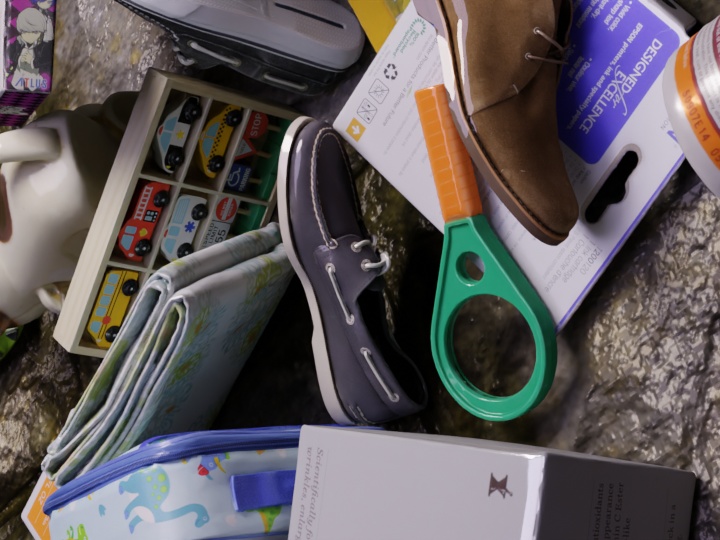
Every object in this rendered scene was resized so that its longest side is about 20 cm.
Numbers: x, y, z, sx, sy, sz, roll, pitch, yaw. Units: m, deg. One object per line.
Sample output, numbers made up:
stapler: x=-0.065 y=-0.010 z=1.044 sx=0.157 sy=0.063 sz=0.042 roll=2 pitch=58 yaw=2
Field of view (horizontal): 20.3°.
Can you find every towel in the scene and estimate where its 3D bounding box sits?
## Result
towel: x=-0.117 y=0.060 z=1.318 sx=0.048 sy=0.200 sz=0.172 roll=37 pitch=111 yaw=11

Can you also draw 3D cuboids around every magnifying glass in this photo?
magnifying glass: x=0.066 y=-0.010 z=1.184 sx=0.079 sy=0.022 sz=0.201 roll=-12 pitch=93 yaw=37

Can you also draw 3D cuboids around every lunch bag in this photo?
lunch bag: x=-0.078 y=0.147 z=1.236 sx=0.160 sy=0.199 sz=0.083 roll=-28 pitch=69 yaw=45

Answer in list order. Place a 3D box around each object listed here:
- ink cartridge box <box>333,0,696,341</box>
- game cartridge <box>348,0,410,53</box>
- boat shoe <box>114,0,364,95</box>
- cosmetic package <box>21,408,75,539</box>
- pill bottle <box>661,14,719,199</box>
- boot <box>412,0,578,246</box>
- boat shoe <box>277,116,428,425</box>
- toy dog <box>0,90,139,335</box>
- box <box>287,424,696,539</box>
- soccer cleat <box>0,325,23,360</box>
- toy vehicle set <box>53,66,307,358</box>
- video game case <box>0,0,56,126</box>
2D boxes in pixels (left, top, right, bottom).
ink cartridge box: x=0.103 y=-0.097 z=1.178 sx=0.200 sy=0.043 sz=0.199 roll=45 pitch=120 yaw=21
game cartridge: x=0.080 y=-0.193 z=1.255 sx=0.200 sy=0.032 sz=0.177 roll=-51 pitch=48 yaw=30
boat shoe: x=-0.096 y=-0.162 z=1.328 sx=0.071 sy=0.199 sz=0.072 roll=-54 pitch=26 yaw=36
cosmetic package: x=-0.154 y=0.196 z=1.410 sx=0.200 sy=0.071 sz=0.102 roll=45 pitch=115 yaw=43
pill bottle: x=0.254 y=-0.114 z=0.977 sx=0.200 sy=0.114 sz=0.115 roll=-38 pitch=55 yaw=38
boot: x=0.089 y=-0.114 z=1.122 sx=0.075 sy=0.074 sz=0.201 roll=-23 pitch=83 yaw=24
boat shoe: x=0.000 y=0.000 z=1.246 sx=0.062 sy=0.073 sz=0.201 roll=-2 pitch=107 yaw=31
toy dog: x=-0.232 y=-0.024 z=1.464 sx=0.200 sy=0.193 sz=0.140 roll=-34 pitch=69 yaw=32
box: x=0.063 y=0.194 z=1.117 sx=0.199 sy=0.130 sz=0.200 roll=3 pitch=83 yaw=49
soccer cleat: x=-0.334 y=0.068 z=1.658 sx=0.200 sy=0.067 sz=0.081 roll=-46 pitch=33 yaw=32
toy vehicle set: x=-0.123 y=-0.031 z=1.383 sx=0.026 sy=0.124 sz=0.201 roll=34 pitch=108 yaw=47
video game case: x=-0.228 y=-0.196 z=1.345 sx=0.200 sy=0.036 sz=0.183 roll=169 pitch=103 yaw=-75
